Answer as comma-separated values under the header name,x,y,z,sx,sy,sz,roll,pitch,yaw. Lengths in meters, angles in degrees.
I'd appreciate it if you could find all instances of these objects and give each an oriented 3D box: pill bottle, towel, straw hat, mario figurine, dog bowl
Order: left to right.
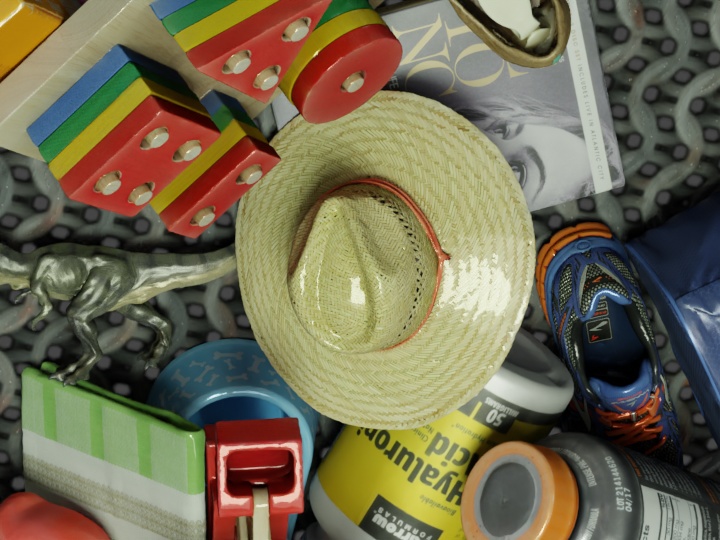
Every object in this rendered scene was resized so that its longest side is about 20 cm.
name,x,y,z,sx,sy,sz,roll,pitch,yaw
mario figurine,-0.226,0.219,1.362,0.200,0.124,0.106,-31,133,21
towel,-0.147,0.165,1.377,0.031,0.149,0.201,-25,125,-48
dog bowl,-0.088,0.143,1.409,0.111,0.050,0.201,10,112,-13
straw hat,0.000,0.000,1.278,0.200,0.085,0.202,3,98,20
pill bottle,0.037,0.124,1.387,0.111,0.111,0.200,25,108,-18
pill bottle,0.149,0.157,1.337,0.200,0.106,0.106,23,110,-42

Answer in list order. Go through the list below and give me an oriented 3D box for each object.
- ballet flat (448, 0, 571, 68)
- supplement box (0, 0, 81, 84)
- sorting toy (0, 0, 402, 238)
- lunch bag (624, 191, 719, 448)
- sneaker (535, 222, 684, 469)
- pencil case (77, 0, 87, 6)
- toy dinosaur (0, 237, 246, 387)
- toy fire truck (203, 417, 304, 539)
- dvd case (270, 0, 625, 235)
name,x,y,z,sx,sy,sz,roll,pitch,yaw
ballet flat,0.050,-0.187,1.263,0.068,0.072,0.200,-40,107,6
supplement box,-0.235,-0.185,1.154,0.073,0.126,0.200,-39,83,8
sorting toy,-0.073,-0.105,1.208,0.199,0.200,0.070,-41,69,12
lunch bag,0.259,0.031,1.368,0.132,0.136,0.200,-26,115,1
sneaker,0.158,0.072,1.402,0.075,0.078,0.201,-22,115,1
pencil case,-0.164,-0.137,1.249,0.200,0.094,0.091,-29,115,5
toy dinosaur,-0.149,0.019,1.349,0.199,0.047,0.089,-3,108,-11
toy fire truck,-0.063,0.159,1.315,0.049,0.141,0.201,-3,114,-7
dvd case,0.050,-0.093,1.346,0.199,0.016,0.149,-15,115,-3
